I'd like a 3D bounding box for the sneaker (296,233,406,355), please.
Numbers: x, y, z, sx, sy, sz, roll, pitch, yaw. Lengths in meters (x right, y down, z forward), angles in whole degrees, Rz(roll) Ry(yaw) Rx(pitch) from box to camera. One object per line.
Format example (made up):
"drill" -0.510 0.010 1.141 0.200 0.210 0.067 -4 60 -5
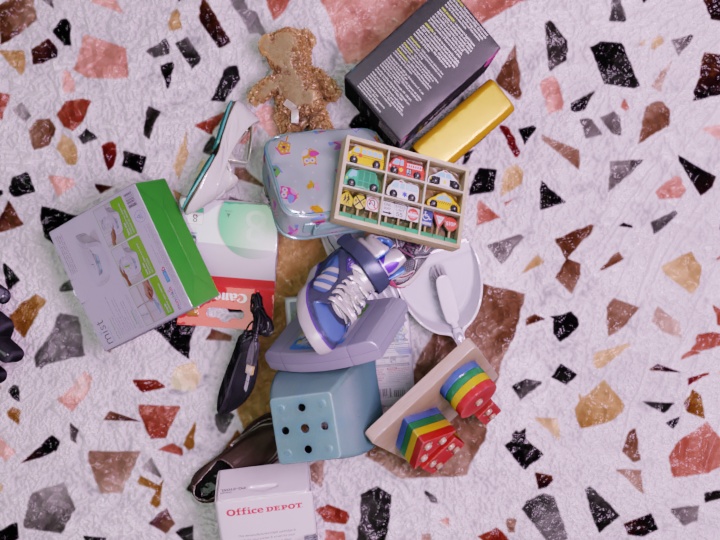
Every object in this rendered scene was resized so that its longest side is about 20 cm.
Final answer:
"sneaker" -0.005 0.019 1.136 0.145 0.201 0.081 -28 114 18

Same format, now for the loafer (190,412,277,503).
"loafer" -0.184 0.303 1.284 0.200 0.071 0.073 -42 92 1

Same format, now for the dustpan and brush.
"dustpan and brush" 0.142 0.070 1.283 0.138 0.057 0.203 -20 108 -6

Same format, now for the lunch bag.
"lunch bag" -0.049 -0.126 1.220 0.197 0.077 0.162 -9 65 -19

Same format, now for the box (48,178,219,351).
"box" -0.342 -0.008 1.237 0.175 0.097 0.202 -26 92 20

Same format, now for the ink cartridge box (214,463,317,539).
"ink cartridge box" -0.137 0.401 1.248 0.142 0.085 0.203 -6 112 -4

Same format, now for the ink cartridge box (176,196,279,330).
"ink cartridge box" -0.210 -0.009 1.287 0.158 0.050 0.204 4 90 -1

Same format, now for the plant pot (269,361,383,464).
"plant pot" -0.057 0.204 1.186 0.139 0.200 0.144 -9 92 12

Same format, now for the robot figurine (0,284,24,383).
"robot figurine" -0.615 0.090 1.250 0.199 0.151 0.125 38 133 -2

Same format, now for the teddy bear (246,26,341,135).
"teddy bear" -0.100 -0.273 1.277 0.144 0.067 0.202 -30 99 6

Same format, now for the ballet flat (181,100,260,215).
"ballet flat" -0.207 -0.167 1.256 0.068 0.070 0.203 21 72 -1

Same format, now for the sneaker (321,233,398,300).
"sneaker" 0.000 0.000 1.276 0.072 0.071 0.203 -22 84 -19

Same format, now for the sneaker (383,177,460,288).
"sneaker" 0.086 -0.064 1.242 0.080 0.075 0.201 32 69 1

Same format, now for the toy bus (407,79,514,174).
"toy bus" 0.141 -0.202 1.267 0.199 0.078 0.065 -40 92 1

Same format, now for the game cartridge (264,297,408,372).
"game cartridge" -0.039 0.095 1.190 0.197 0.134 0.041 -10 119 31

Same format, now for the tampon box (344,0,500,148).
"tampon box" 0.088 -0.296 1.228 0.200 0.150 0.127 -41 91 1

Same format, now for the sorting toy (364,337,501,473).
"sorting toy" 0.127 0.215 1.216 0.200 0.199 0.070 -42 63 1

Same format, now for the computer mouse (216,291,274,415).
"computer mouse" -0.168 0.144 1.243 0.045 0.140 0.203 17 100 -17

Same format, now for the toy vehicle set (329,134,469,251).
"toy vehicle set" 0.059 -0.110 1.185 0.197 0.026 0.126 12 77 -18

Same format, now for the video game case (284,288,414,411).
"video game case" -0.016 0.128 1.305 0.196 0.022 0.186 -4 92 0
